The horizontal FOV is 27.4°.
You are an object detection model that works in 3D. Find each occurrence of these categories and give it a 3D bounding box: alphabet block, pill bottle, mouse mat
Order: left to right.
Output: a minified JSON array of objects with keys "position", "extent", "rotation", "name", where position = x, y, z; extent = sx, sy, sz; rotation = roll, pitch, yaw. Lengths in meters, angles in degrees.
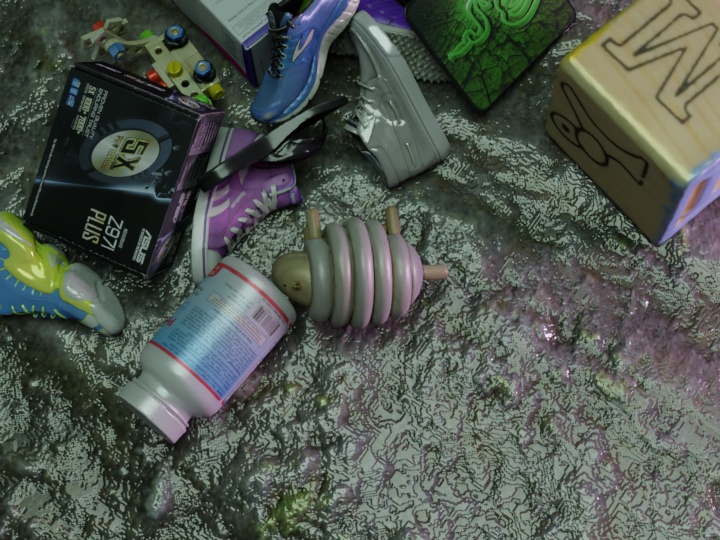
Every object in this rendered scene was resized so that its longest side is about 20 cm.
[{"position":[-0.172,0.090,1.634],"extent":[0.109,0.109,0.200],"rotation":[38,75,13],"name":"pill bottle"},{"position":[0.158,-0.305,1.758],"extent":[0.200,0.008,0.161],"rotation":[-46,107,-22],"name":"mouse mat"},{"position":[0.350,-0.184,1.668],"extent":[0.196,0.195,0.200],"rotation":[-38,75,-13],"name":"alphabet block"}]

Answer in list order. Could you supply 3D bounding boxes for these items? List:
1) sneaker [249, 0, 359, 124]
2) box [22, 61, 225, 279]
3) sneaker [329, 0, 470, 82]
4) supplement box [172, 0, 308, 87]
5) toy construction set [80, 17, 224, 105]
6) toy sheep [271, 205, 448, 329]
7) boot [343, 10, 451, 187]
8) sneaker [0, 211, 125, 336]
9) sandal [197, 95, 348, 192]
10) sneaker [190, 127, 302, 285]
[{"position":[-0.082,-0.264,1.694],"extent":[0.079,0.089,0.200],"rotation":[29,95,48],"name":"sneaker"},{"position":[-0.269,-0.116,1.676],"extent":[0.164,0.086,0.200],"rotation":[24,103,9],"name":"box"},{"position":[0.046,-0.299,1.784],"extent":[0.200,0.070,0.100],"rotation":[17,56,1],"name":"sneaker"},{"position":[-0.160,-0.339,1.786],"extent":[0.103,0.101,0.200],"rotation":[-41,75,-12],"name":"supplement box"},{"position":[-0.241,-0.222,1.760],"extent":[0.131,0.092,0.200],"rotation":[-34,84,-9],"name":"toy construction set"},{"position":[0.000,0.000,1.651],"extent":[0.200,0.138,0.138],"rotation":[-4,71,-6],"name":"toy sheep"},{"position":[0.019,-0.195,1.715],"extent":[0.096,0.074,0.200],"rotation":[-32,100,-5],"name":"boot"},{"position":[-0.366,0.027,1.693],"extent":[0.200,0.076,0.105],"rotation":[41,105,6],"name":"sneaker"},{"position":[-0.093,-0.136,1.683],"extent":[0.200,0.075,0.048],"rotation":[-34,94,-16],"name":"sandal"},{"position":[-0.130,-0.070,1.709],"extent":[0.114,0.073,0.201],"rotation":[12,72,3],"name":"sneaker"}]
